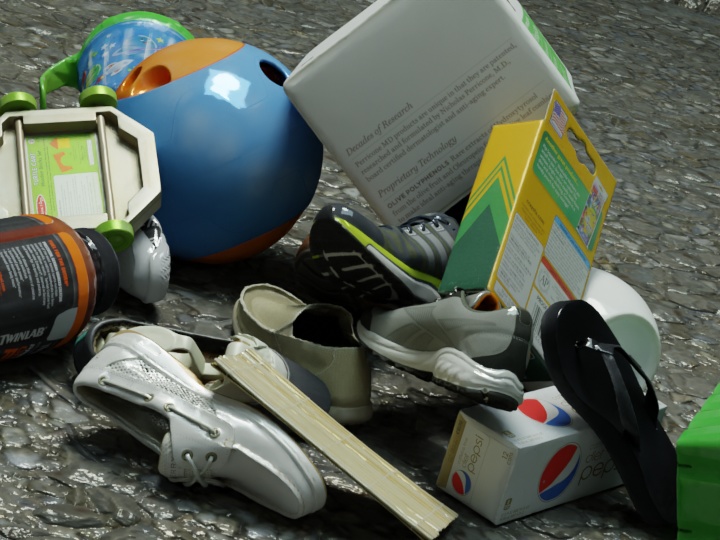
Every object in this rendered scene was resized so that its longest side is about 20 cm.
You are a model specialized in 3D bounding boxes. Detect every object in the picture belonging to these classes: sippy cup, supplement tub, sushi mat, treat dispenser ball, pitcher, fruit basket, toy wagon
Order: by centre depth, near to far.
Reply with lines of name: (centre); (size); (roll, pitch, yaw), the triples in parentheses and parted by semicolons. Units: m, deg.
sushi mat: (-0.018, 0.121, 1.407); (0.200, 0.012, 0.096); (39, 11, 7)
supplement tub: (-0.271, 0.015, 1.493); (0.107, 0.107, 0.200); (27, 23, 30)
fruit basket: (0.353, 0.165, 1.510); (0.214, 0.156, 0.216); (-2, 14, 1)
toy wagon: (-0.267, -0.079, 1.642); (0.199, 0.040, 0.156); (-5, 55, -9)
pitcher: (0.189, 0.052, 1.719); (0.171, 0.122, 0.200); (6, 10, -29)
treat dispenser ball: (-0.133, -0.107, 1.775); (0.200, 0.202, 0.201); (13, 20, -5)
sippy cup: (-0.226, -0.174, 2.011); (0.140, 0.177, 0.131); (54, 18, -26)

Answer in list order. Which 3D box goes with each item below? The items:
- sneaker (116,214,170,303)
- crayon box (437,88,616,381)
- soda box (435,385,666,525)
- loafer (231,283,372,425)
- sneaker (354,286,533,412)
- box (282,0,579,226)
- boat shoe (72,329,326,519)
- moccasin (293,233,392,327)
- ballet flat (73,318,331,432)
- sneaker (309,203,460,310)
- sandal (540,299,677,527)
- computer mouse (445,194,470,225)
sneaker: (-0.246, -0.028, 1.683); (0.114, 0.075, 0.200); (-11, 38, -32)
crayon box: (0.137, -0.028, 1.595); (0.051, 0.201, 0.126); (-4, -38, 36)
soda box: (0.149, 0.134, 1.531); (0.064, 0.068, 0.200); (30, 25, 34)
loafer: (-0.041, 0.054, 1.608); (0.075, 0.069, 0.200); (2, 24, -32)
sneaker: (0.068, 0.049, 1.497); (0.074, 0.080, 0.200); (23, -4, -32)
box: (0.063, -0.163, 1.727); (0.172, 0.200, 0.199); (51, 11, -7)
boat shoe: (-0.116, 0.122, 1.394); (0.200, 0.071, 0.069); (31, 51, 19)
moccasin: (0.001, 0.001, 1.657); (0.073, 0.078, 0.201); (24, -6, 27)
ballet flat: (-0.117, 0.075, 1.490); (0.199, 0.073, 0.073); (12, 20, -2)
sneaker: (0.035, -0.013, 1.568); (0.074, 0.081, 0.200); (-5, -25, 40)
sandal: (0.202, 0.101, 1.501); (0.043, 0.201, 0.076); (-19, 22, 42)
computer mouse: (0.099, -0.024, 1.708); (0.046, 0.140, 0.201); (39, 53, -24)
